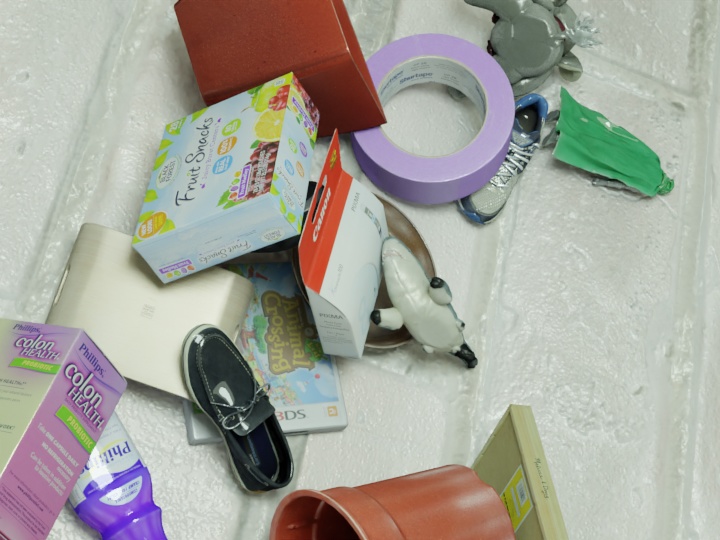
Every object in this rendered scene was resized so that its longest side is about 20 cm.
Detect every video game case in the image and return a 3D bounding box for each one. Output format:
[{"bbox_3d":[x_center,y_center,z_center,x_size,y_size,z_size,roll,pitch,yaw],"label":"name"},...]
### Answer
[{"bbox_3d":[-0.116,0.087,1.521,0.181,0.022,0.201,-2,68,-24],"label":"video game case"}]

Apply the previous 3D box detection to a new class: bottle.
[{"bbox_3d":[-0.254,0.214,1.377,0.083,0.065,0.200,-26,79,-29],"label":"bottle"}]

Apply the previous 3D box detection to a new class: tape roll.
[{"bbox_3d":[0.085,-0.185,1.664,0.199,0.066,0.201,0,69,0],"label":"tape roll"}]

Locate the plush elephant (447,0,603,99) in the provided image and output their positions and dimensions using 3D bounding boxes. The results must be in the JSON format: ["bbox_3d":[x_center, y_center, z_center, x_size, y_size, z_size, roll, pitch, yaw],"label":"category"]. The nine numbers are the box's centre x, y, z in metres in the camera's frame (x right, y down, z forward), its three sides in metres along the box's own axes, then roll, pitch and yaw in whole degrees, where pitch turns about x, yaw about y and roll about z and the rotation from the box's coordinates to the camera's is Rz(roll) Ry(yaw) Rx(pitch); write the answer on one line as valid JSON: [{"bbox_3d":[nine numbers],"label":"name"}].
[{"bbox_3d":[0.223,-0.310,1.781,0.199,0.155,0.165,3,104,17],"label":"plush elephant"}]

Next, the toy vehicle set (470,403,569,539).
[{"bbox_3d":[0.168,0.259,1.467,0.026,0.124,0.200,9,43,-19],"label":"toy vehicle set"}]

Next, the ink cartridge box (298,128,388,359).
[{"bbox_3d":[-0.014,-0.026,1.459,0.047,0.200,0.160,8,56,12],"label":"ink cartridge box"}]

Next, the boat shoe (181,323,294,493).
[{"bbox_3d":[-0.123,0.144,1.422,0.075,0.062,0.201,-34,110,-35],"label":"boat shoe"}]

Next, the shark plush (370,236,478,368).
[{"bbox_3d":[0.091,0.043,1.556,0.200,0.091,0.083,36,25,-34],"label":"shark plush"}]

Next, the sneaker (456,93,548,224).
[{"bbox_3d":[0.180,-0.148,1.718,0.077,0.085,0.200,31,59,-8],"label":"sneaker"}]

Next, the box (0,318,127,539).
[{"bbox_3d":[-0.350,0.152,1.293,0.175,0.097,0.200,5,55,28],"label":"box"}]

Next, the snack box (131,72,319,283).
[{"bbox_3d":[-0.137,-0.098,1.431,0.068,0.168,0.200,54,29,-35],"label":"snack box"}]

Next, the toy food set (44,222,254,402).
[{"bbox_3d":[-0.227,0.049,1.458,0.199,0.060,0.144,19,77,-5],"label":"toy food set"}]

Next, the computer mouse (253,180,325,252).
[{"bbox_3d":[-0.103,-0.055,1.509,0.138,0.200,0.053,-42,116,-33],"label":"computer mouse"}]

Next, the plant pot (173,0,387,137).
[{"bbox_3d":[-0.098,-0.255,1.570,0.176,0.200,0.200,-21,70,6],"label":"plant pot"}]

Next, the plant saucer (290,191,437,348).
[{"bbox_3d":[0.000,0.000,1.590,0.200,0.032,0.201,15,60,-27],"label":"plant saucer"}]

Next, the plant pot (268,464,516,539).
[{"bbox_3d":[0.042,0.296,1.406,0.195,0.201,0.201,-13,73,-36],"label":"plant pot"}]

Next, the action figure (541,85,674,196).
[{"bbox_3d":[0.331,-0.148,1.802,0.200,0.055,0.118,26,58,-18],"label":"action figure"}]
